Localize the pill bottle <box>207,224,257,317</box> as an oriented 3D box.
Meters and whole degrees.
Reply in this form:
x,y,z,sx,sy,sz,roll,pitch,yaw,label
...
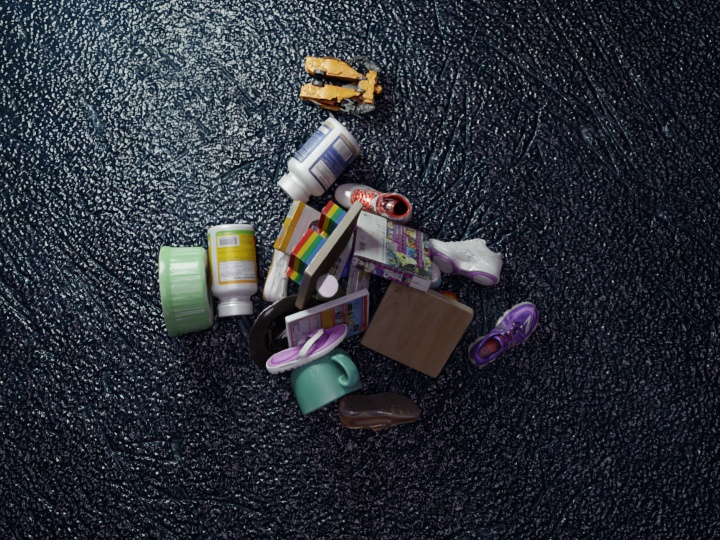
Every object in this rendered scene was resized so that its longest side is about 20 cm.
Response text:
x,y,z,sx,sy,sz,roll,pitch,yaw,label
-0.295,0.002,1.598,0.107,0.111,0.207,-4,86,0,pill bottle

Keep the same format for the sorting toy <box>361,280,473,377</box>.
x,y,z,sx,sy,sz,roll,pitch,yaw,label
0.129,0.115,1.568,0.194,0.070,0.203,24,122,-4,sorting toy

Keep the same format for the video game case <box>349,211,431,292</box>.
x,y,z,sx,sy,sz,roll,pitch,yaw,label
0.068,-0.047,1.516,0.176,0.202,0.036,18,121,-8,video game case

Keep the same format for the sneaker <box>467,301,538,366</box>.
x,y,z,sx,sy,sz,roll,pitch,yaw,label
0.340,0.155,1.601,0.199,0.083,0.081,-41,87,-4,sneaker

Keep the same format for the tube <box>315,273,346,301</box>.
x,y,z,sx,sy,sz,roll,pitch,yaw,label
-0.069,0.048,1.550,0.057,0.200,0.053,34,83,4,tube

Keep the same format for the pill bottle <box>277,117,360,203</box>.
x,y,z,sx,sy,sz,roll,pitch,yaw,label
-0.100,-0.248,1.618,0.111,0.111,0.200,43,87,3,pill bottle

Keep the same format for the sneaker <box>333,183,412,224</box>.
x,y,z,sx,sy,sz,roll,pitch,yaw,label
0.031,-0.165,1.613,0.196,0.108,0.069,21,85,2,sneaker

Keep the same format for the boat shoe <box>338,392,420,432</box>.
x,y,z,sx,sy,sz,roll,pitch,yaw,label
0.041,0.333,1.599,0.194,0.076,0.073,6,122,-10,boat shoe

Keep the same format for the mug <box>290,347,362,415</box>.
x,y,z,sx,sy,sz,roll,pitch,yaw,label
-0.072,0.234,1.553,0.182,0.151,0.117,-30,80,18,mug

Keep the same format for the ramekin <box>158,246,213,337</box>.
x,y,z,sx,sy,sz,roll,pitch,yaw,label
-0.389,0.043,1.556,0.095,0.200,0.207,-6,85,-8,ramekin

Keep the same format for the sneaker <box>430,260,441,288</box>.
x,y,z,sx,sy,sz,roll,pitch,yaw,label
0.105,-0.011,1.624,0.198,0.082,0.074,35,78,27,sneaker

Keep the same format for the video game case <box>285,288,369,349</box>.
x,y,z,sx,sy,sz,roll,pitch,yaw,label
-0.072,0.121,1.560,0.195,0.145,0.018,-19,53,-15,video game case

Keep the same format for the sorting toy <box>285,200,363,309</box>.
x,y,z,sx,sy,sz,roll,pitch,yaw,label
-0.089,-0.044,1.482,0.069,0.200,0.202,33,65,4,sorting toy

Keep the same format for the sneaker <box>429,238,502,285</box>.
x,y,z,sx,sy,sz,roll,pitch,yaw,label
0.244,-0.037,1.634,0.195,0.075,0.101,22,62,4,sneaker

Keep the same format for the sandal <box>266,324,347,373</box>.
x,y,z,sx,sy,sz,roll,pitch,yaw,label
-0.120,0.164,1.510,0.199,0.083,0.051,-28,116,-3,sandal

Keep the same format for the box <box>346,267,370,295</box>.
x,y,z,sx,sy,sz,roll,pitch,yaw,label
0.000,0.000,1.620,0.041,0.038,0.206,10,89,-36,box

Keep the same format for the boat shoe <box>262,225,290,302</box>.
x,y,z,sx,sy,sz,roll,pitch,yaw,label
-0.173,-0.021,1.624,0.067,0.071,0.206,16,94,1,boat shoe

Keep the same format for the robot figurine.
x,y,z,sx,sy,sz,roll,pitch,yaw,label
-0.042,-0.448,1.661,0.194,0.058,0.150,10,86,1,robot figurine

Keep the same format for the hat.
x,y,z,sx,sy,sz,roll,pitch,yaw,label
-0.184,0.128,1.598,0.196,0.081,0.206,-18,123,-29,hat

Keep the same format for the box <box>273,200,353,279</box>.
x,y,z,sx,sy,sz,roll,pitch,yaw,label
-0.094,-0.064,1.605,0.197,0.041,0.122,29,83,-32,box
